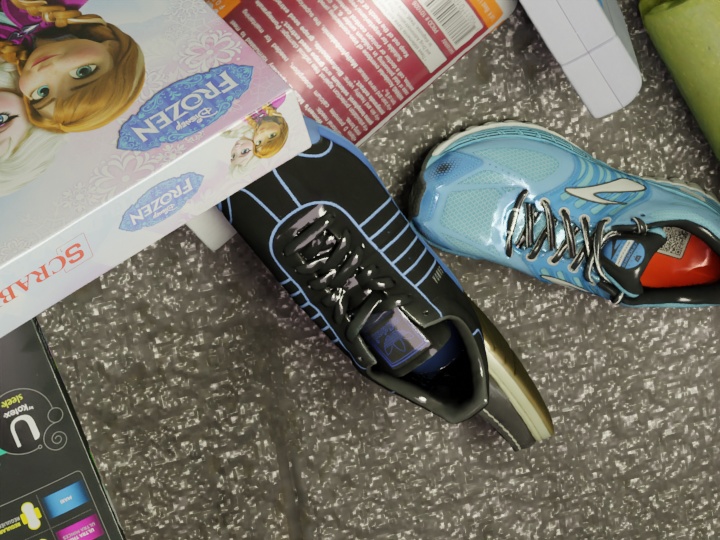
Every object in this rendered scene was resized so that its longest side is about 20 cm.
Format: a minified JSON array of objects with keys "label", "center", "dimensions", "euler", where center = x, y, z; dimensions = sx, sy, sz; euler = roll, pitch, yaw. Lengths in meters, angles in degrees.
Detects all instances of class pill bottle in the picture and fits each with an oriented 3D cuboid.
[{"label":"pill bottle","center":[-0.028,-0.109,1.385],"dimensions":[0.200,0.110,0.110],"euler":[-41,114,0]}]

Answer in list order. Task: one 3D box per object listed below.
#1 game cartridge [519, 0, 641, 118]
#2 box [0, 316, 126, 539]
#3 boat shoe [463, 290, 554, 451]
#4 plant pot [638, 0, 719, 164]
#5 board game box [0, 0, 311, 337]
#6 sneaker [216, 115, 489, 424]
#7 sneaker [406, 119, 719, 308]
[{"label":"game cartridge","center":[0.080,-0.177,1.379],"dimensions":[0.040,0.133,0.200],"euler":[-26,116,15]},{"label":"box","center":[-0.208,0.070,1.373],"dimensions":[0.124,0.149,0.200],"euler":[-24,113,-8]},{"label":"boat shoe","center":[0.023,0.026,1.472],"dimensions":[0.066,0.072,0.201],"euler":[-39,109,6]},{"label":"plant pot","center":[0.246,-0.101,1.437],"dimensions":[0.200,0.200,0.184],"euler":[-39,103,0]},{"label":"board game box","center":[-0.158,-0.072,1.297],"dimensions":[0.200,0.200,0.041],"euler":[-33,139,-14]},{"label":"sneaker","center":[0.000,0.000,1.349],"dimensions":[0.070,0.078,0.200],"euler":[-39,130,13]},{"label":"sneaker","center":[0.121,-0.024,1.467],"dimensions":[0.200,0.090,0.079],"euler":[9,106,-19]}]
